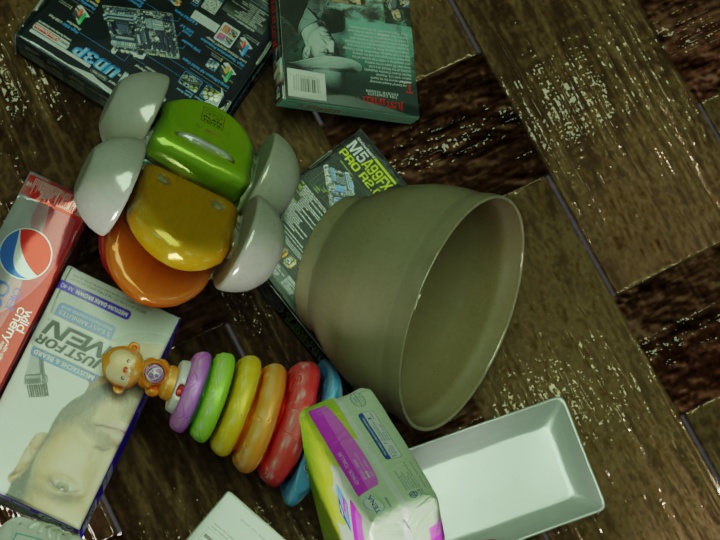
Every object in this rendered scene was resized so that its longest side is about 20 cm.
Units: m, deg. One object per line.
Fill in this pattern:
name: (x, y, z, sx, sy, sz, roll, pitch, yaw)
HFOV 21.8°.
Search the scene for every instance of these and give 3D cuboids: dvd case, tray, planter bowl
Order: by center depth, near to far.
planter bowl: (0.031, 0.015, 1.545, 0.134, 0.201, 0.201, 21, 68, 27)
tray: (0.104, 0.190, 1.621, 0.198, 0.022, 0.108, -17, 77, -13)
dvd case: (-0.018, -0.238, 1.710, 0.145, 0.022, 0.202, 5, 70, -30)

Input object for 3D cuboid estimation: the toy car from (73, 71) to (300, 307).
toy car: (-0.156, -0.053, 1.567, 0.174, 0.150, 0.201, 25, 41, -14)

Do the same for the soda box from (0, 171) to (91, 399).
soda box: (-0.296, 0.023, 1.588, 0.063, 0.070, 0.201, 25, 71, 1)

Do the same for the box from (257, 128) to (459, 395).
box: (0.000, 0.000, 1.653, 0.160, 0.044, 0.200, -38, 82, -18)

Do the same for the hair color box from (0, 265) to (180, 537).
hair color box: (-0.241, 0.111, 1.573, 0.108, 0.065, 0.201, 24, 72, -1)

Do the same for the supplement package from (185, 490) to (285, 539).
supplement package: (-0.119, 0.310, 1.482, 0.150, 0.152, 0.200, 39, 72, 4)

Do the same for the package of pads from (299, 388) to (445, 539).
package of pads: (0.016, 0.209, 1.469, 0.068, 0.201, 0.155, -20, 38, -13)

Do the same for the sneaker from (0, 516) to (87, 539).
sneaker: (-0.253, 0.232, 1.496, 0.198, 0.070, 0.081, -13, 63, 22)

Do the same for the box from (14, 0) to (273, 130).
box: (-0.187, -0.213, 1.690, 0.199, 0.046, 0.160, 32, 71, 2)

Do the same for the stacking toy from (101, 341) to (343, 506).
stacking toy: (-0.119, 0.105, 1.543, 0.198, 0.110, 0.117, 21, 96, -9)
